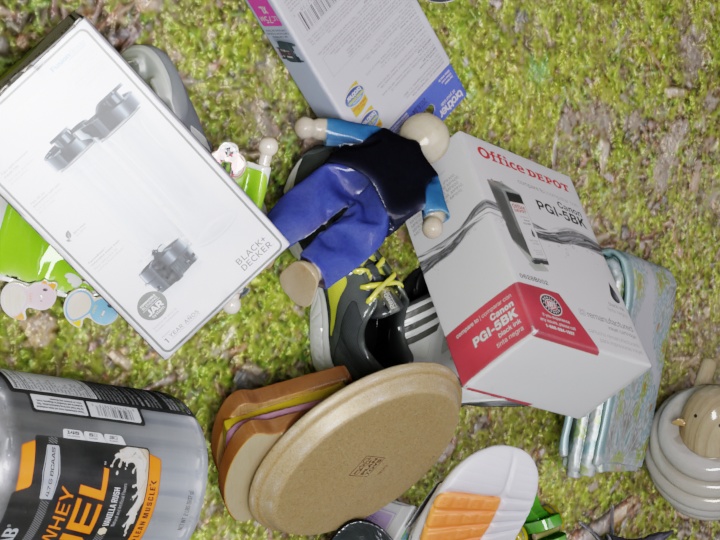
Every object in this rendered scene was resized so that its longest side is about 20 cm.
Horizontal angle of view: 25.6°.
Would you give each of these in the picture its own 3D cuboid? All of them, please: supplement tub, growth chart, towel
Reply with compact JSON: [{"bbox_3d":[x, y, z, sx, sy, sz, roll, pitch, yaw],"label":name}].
[{"bbox_3d":[-0.210,0.129,1.034,0.200,0.122,0.123,12,88,-41],"label":"supplement tub"},{"bbox_3d":[-0.162,-0.029,1.066,0.199,0.018,0.145,5,102,-17],"label":"growth chart"},{"bbox_3d":[0.230,0.087,1.424,0.171,0.048,0.201,14,87,-66],"label":"towel"}]

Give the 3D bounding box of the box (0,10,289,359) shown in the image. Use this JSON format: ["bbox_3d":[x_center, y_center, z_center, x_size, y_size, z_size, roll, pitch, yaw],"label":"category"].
[{"bbox_3d":[-0.155,-0.055,1.019,0.117,0.060,0.200,-44,111,-1],"label":"box"}]

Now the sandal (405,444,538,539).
[{"bbox_3d":[0.066,0.221,1.259,0.079,0.059,0.207,21,103,-21],"label":"sandal"}]

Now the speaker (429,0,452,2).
[{"bbox_3d":[0.114,-0.270,1.262,0.200,0.081,0.081,-27,113,-46],"label":"speaker"}]

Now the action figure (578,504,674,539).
[{"bbox_3d":[0.264,0.323,1.483,0.119,0.102,0.200,-24,71,-8],"label":"action figure"}]

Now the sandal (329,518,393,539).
[{"bbox_3d":[-0.004,0.292,1.203,0.075,0.048,0.201,10,86,-7],"label":"sandal"}]

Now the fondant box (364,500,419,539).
[{"bbox_3d":[0.049,0.299,1.322,0.200,0.058,0.144,45,68,-36],"label":"fondant box"}]

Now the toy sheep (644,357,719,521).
[{"bbox_3d":[0.334,0.170,1.506,0.138,0.138,0.200,-53,150,-22],"label":"toy sheep"}]

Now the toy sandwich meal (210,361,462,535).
[{"bbox_3d":[-0.018,0.124,1.190,0.205,0.070,0.205,-25,147,-18],"label":"toy sandwich meal"}]

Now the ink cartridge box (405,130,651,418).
[{"bbox_3d":[0.126,0.003,1.257,0.147,0.083,0.200,17,43,-41],"label":"ink cartridge box"}]

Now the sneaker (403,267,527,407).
[{"bbox_3d":[0.100,0.052,1.319,0.200,0.076,0.116,-1,99,-38],"label":"sneaker"}]

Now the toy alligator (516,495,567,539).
[{"bbox_3d":[0.163,0.280,1.419,0.059,0.054,0.201,-13,105,-38],"label":"toy alligator"}]

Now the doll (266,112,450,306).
[{"bbox_3d":[0.000,-0.062,1.166,0.136,0.048,0.200,42,54,10],"label":"doll"}]

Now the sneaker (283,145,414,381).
[{"bbox_3d":[0.000,0.000,1.221,0.074,0.085,0.201,-25,112,-36],"label":"sneaker"}]

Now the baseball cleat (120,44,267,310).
[{"bbox_3d":[-0.122,-0.069,1.131,0.106,0.070,0.201,-31,118,-51],"label":"baseball cleat"}]

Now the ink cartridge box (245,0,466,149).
[{"bbox_3d":[-0.004,-0.179,1.223,0.119,0.042,0.200,-49,121,-26],"label":"ink cartridge box"}]
